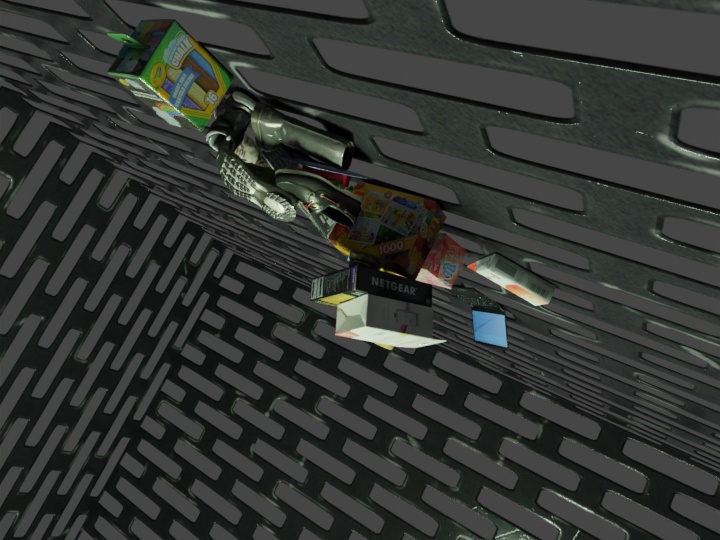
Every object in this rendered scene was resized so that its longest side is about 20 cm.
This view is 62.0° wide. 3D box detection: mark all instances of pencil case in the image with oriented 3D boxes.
[{"bbox_3d":[-0.260,-0.271,1.427,0.077,0.090,0.200,-11,151,26],"label":"pencil case"}]

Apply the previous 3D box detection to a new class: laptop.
[{"bbox_3d":[0.339,0.137,1.784,0.199,0.104,0.177,32,169,-21],"label":"laptop"}]

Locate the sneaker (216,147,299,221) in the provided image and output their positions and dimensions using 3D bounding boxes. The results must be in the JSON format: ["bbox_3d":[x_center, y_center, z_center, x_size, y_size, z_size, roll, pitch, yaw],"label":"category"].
[{"bbox_3d":[-0.200,-0.183,1.212,0.199,0.089,0.077,37,135,-7],"label":"sneaker"}]

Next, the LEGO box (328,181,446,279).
[{"bbox_3d":[0.055,-0.087,1.255,0.199,0.150,0.077,20,167,35],"label":"LEGO box"}]

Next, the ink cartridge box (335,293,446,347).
[{"bbox_3d":[0.064,0.105,1.192,0.199,0.068,0.116,14,160,-31],"label":"ink cartridge box"}]

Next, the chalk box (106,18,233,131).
[{"bbox_3d":[-0.356,-0.366,1.080,0.124,0.125,0.200,21,167,38],"label":"chalk box"}]

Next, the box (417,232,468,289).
[{"bbox_3d":[0.147,-0.033,1.454,0.094,0.103,0.199,34,169,-34],"label":"box"}]

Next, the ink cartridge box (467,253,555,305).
[{"bbox_3d":[0.340,0.030,1.410,0.161,0.050,0.200,29,167,-4],"label":"ink cartridge box"}]

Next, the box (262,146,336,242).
[{"bbox_3d":[-0.129,-0.177,1.361,0.200,0.050,0.158,49,175,33],"label":"box"}]

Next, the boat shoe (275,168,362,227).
[{"bbox_3d":[-0.082,-0.143,1.181,0.200,0.064,0.073,22,165,-36],"label":"boat shoe"}]

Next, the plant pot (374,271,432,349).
[{"bbox_3d":[0.072,0.106,1.650,0.199,0.190,0.201,26,169,5],"label":"plant pot"}]

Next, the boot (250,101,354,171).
[{"bbox_3d":[-0.109,-0.252,1.185,0.198,0.073,0.182,18,177,2],"label":"boot"}]

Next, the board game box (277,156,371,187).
[{"bbox_3d":[-0.075,-0.191,1.221,0.157,0.039,0.199,4,-165,-38],"label":"board game box"}]

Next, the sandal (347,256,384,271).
[{"bbox_3d":[0.003,-0.041,1.557,0.080,0.086,0.201,100,146,-71],"label":"sandal"}]

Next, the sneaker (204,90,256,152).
[{"bbox_3d":[-0.281,-0.297,1.238,0.075,0.115,0.200,33,169,-26],"label":"sneaker"}]

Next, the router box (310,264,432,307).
[{"bbox_3d":[0.022,0.046,1.217,0.199,0.053,0.157,15,160,-35],"label":"router box"}]

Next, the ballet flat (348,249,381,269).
[{"bbox_3d":[0.000,0.000,1.221,0.067,0.047,0.200,27,169,0],"label":"ballet flat"}]

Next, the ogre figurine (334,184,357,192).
[{"bbox_3d":[-0.014,-0.132,1.409,0.199,0.099,0.120,28,165,-23],"label":"ogre figurine"}]
